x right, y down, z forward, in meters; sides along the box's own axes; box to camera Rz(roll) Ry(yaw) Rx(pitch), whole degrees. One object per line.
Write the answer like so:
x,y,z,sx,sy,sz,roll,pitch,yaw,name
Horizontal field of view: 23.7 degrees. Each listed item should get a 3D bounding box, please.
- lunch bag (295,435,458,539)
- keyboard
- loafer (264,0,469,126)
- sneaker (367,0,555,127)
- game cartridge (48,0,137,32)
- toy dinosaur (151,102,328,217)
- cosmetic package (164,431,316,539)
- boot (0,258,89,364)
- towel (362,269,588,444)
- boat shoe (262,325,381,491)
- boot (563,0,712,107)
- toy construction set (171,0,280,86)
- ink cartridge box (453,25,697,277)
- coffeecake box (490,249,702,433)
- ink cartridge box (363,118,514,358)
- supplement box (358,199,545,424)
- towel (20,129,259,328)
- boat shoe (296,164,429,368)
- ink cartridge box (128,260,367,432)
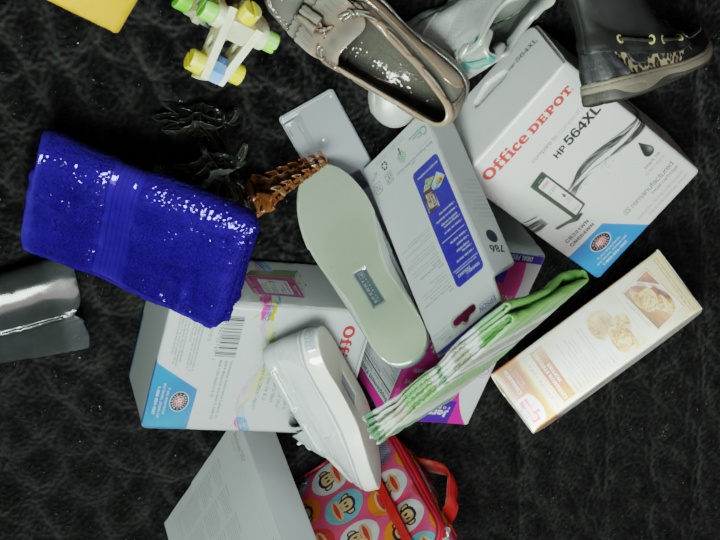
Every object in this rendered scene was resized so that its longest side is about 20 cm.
0.021,0.256,1.710,0.176,0.200,0.082,-35,128,3,lunch bag
-0.009,-0.080,1.598,0.056,0.011,0.200,-32,127,-3,keyboard
0.004,-0.191,1.452,0.199,0.063,0.072,32,119,-7,loafer
0.088,-0.194,1.505,0.200,0.089,0.075,-44,126,13,sneaker
-0.221,-0.311,1.364,0.176,0.032,0.201,24,110,-30,game cartridge
-0.134,-0.075,1.526,0.199,0.102,0.136,-33,144,-18,toy dinosaur
-0.117,0.261,1.666,0.051,0.200,0.151,20,115,-29,cosmetic package
-0.348,0.019,1.513,0.199,0.066,0.166,-10,133,-9,boot
0.100,0.071,1.515,0.200,0.031,0.149,-44,169,34,towel
-0.035,0.136,1.595,0.068,0.072,0.200,-13,136,14,boat shoe
0.238,-0.236,1.521,0.200,0.073,0.151,-28,103,-46,boot
-0.076,-0.248,1.387,0.200,0.131,0.092,-43,123,12,toy construction set
0.191,-0.108,1.598,0.200,0.084,0.146,32,108,-33,ink cartridge box
0.235,0.071,1.686,0.200,0.153,0.073,-37,82,7,coffeecake box
0.074,-0.032,1.525,0.039,0.201,0.099,1,150,-40,ink cartridge box
0.079,0.038,1.642,0.101,0.104,0.201,5,122,-29,supplement box
-0.191,-0.029,1.458,0.199,0.050,0.148,20,142,1,towel
0.001,0.000,1.568,0.070,0.072,0.202,-27,82,-1,boat shoe
-0.104,0.071,1.618,0.199,0.085,0.145,5,121,-21,ink cartridge box
